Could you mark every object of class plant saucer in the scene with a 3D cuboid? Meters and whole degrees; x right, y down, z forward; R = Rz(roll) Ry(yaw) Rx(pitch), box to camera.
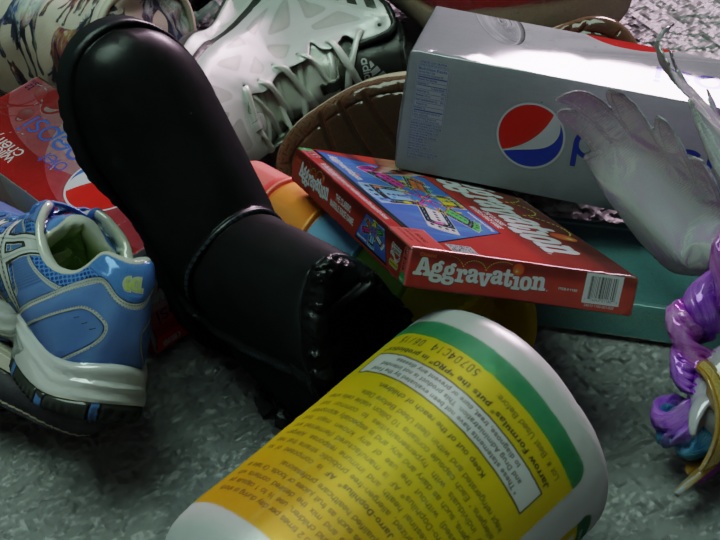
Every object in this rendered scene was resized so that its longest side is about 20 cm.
[{"bbox_3d":[0.107,0.000,0.903,0.198,0.019,0.070,7,42,28],"label":"plant saucer"}]

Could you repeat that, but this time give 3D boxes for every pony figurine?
[{"bbox_3d":[0.185,-0.020,0.780,0.199,0.195,0.167,-26,-2,-6],"label":"pony figurine"}]

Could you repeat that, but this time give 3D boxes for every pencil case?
[{"bbox_3d":[-0.176,-0.143,1.096,0.078,0.090,0.199,-36,31,-30],"label":"pencil case"}]

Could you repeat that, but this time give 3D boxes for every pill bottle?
[{"bbox_3d":[-0.006,0.114,0.721,0.200,0.114,0.112,-39,43,-26],"label":"pill bottle"}]

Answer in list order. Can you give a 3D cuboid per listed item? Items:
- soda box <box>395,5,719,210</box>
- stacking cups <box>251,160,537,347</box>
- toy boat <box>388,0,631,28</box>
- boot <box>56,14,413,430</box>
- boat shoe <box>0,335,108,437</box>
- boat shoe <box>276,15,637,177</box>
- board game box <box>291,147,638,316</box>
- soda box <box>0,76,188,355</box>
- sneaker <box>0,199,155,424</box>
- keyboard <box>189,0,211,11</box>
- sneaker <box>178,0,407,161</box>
[{"bbox_3d":[0.121,-0.072,0.899,0.198,0.064,0.068,12,28,9],"label":"soda box"},{"bbox_3d":[0.000,0.000,0.904,0.060,0.061,0.199,-34,38,-23],"label":"stacking cups"},{"bbox_3d":[0.078,-0.211,1.069,0.129,0.132,0.200,-15,35,-25],"label":"toy boat"},{"bbox_3d":[-0.050,-0.012,0.835,0.073,0.200,0.162,-34,34,-18],"label":"boot"},{"bbox_3d":[-0.201,0.048,0.934,0.199,0.063,0.072,25,10,30],"label":"boat shoe"},{"bbox_3d":[0.055,-0.077,0.990,0.200,0.076,0.075,-15,2,10],"label":"boat shoe"},{"bbox_3d":[0.040,-0.021,0.840,0.102,0.020,0.200,8,13,-18],"label":"board game box"},{"bbox_3d":[-0.145,-0.034,0.996,0.070,0.064,0.199,-33,40,-23],"label":"soda box"},{"bbox_3d":[-0.146,0.000,0.892,0.075,0.078,0.200,8,18,-36],"label":"sneaker"},{"bbox_3d":[-0.058,-0.204,1.151,0.199,0.021,0.127,-33,15,19],"label":"keyboard"},{"bbox_3d":[-0.036,-0.111,1.044,0.114,0.076,0.201,-2,37,20],"label":"sneaker"}]
